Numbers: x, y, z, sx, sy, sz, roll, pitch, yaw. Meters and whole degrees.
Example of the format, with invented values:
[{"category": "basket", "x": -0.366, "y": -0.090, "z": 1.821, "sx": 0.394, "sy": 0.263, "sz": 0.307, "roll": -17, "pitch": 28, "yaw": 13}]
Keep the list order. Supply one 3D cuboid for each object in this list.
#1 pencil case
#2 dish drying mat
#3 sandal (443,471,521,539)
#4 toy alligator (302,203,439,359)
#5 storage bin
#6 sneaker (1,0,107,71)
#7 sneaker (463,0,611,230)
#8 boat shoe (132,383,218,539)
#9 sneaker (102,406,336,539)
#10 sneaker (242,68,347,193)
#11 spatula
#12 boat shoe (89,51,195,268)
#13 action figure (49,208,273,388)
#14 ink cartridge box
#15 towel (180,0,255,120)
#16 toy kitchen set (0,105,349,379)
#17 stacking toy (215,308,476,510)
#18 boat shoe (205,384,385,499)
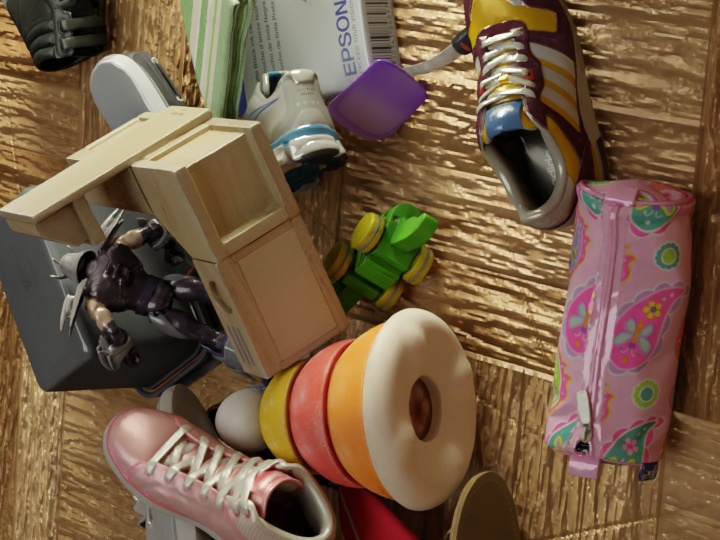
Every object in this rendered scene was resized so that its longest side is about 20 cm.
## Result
[{"category": "pencil case", "x": 0.176, "y": 0.038, "z": 1.474, "sx": 0.087, "sy": 0.087, "sz": 0.201, "roll": 18, "pitch": 106, "yaw": 42}, {"category": "dish drying mat", "x": 0.036, "y": 0.224, "z": 1.590, "sx": 0.200, "sy": 0.018, "sz": 0.077, "roll": 44, "pitch": 143, "yaw": 50}, {"category": "sandal", "x": 0.076, "y": 0.253, "z": 1.607, "sx": 0.070, "sy": 0.078, "sz": 0.212, "roll": -1, "pitch": 100, "yaw": 45}, {"category": "toy alligator", "x": 0.000, "y": 0.000, "z": 1.670, "sx": 0.200, "sy": 0.059, "sz": 0.054, "roll": -43, "pitch": 23, "yaw": 42}, {"category": "storage bin", "x": -0.217, "y": 0.007, "z": 1.822, "sx": 0.145, "sy": 0.134, "sz": 0.200, "roll": -35, "pitch": 72, "yaw": 41}, {"category": "sneaker", "x": -0.235, "y": -0.243, "z": 1.859, "sx": 0.200, "sy": 0.071, "sz": 0.099, "roll": -40, "pitch": 69, "yaw": 46}, {"category": "sneaker", "x": 0.112, "y": -0.126, "z": 1.501, "sx": 0.075, "sy": 0.090, "sz": 0.200, "roll": -24, "pitch": 84, "yaw": 30}, {"category": "boat shoe", "x": -0.144, "y": 0.185, "z": 1.689, "sx": 0.068, "sy": 0.072, "sz": 0.200, "roll": -25, "pitch": 60, "yaw": 21}, {"category": "sneaker", "x": -0.098, "y": 0.154, "z": 1.602, "sx": 0.200, "sy": 0.075, "sz": 0.105, "roll": 38, "pitch": 148, "yaw": 7}, {"category": "sneaker", "x": -0.063, "y": -0.107, "z": 1.678, "sx": 0.200, "sy": 0.075, "sz": 0.087, "roll": 155, "pitch": 107, "yaw": -66}, {"category": "spatula", "x": 0.061, "y": -0.158, "z": 1.594, "sx": 0.200, "sy": 0.056, "sz": 0.021, "roll": -33, "pitch": 36, "yaw": 34}, {"category": "boat shoe", "x": -0.149, "y": -0.093, "z": 1.788, "sx": 0.070, "sy": 0.066, "sz": 0.200, "roll": -34, "pitch": 90, "yaw": 37}, {"category": "action figure", "x": -0.155, "y": 0.026, "z": 1.734, "sx": 0.200, "sy": 0.069, "sz": 0.130, "roll": 19, "pitch": 76, "yaw": 5}, {"category": "ink cartridge box", "x": -0.061, "y": -0.228, "z": 1.705, "sx": 0.200, "sy": 0.041, "sz": 0.200, "roll": -9, "pitch": 89, "yaw": 45}, {"category": "towel", "x": -0.114, "y": -0.213, "z": 1.693, "sx": 0.200, "sy": 0.023, "sz": 0.153, "roll": -108, "pitch": 21, "yaw": -43}, {"category": "toy kitchen set", "x": -0.153, "y": -0.006, "z": 1.648, "sx": 0.200, "sy": 0.163, "sz": 0.181, "roll": 12, "pitch": 130, "yaw": 60}, {"category": "stacking toy", "x": -0.027, "y": 0.106, "z": 1.614, "sx": 0.200, "sy": 0.146, "sz": 0.147, "roll": -5, "pitch": 92, "yaw": 31}, {"category": "boat shoe", "x": -0.043, "y": 0.141, "z": 1.710, "sx": 0.200, "sy": 0.072, "sz": 0.072, "roll": 11, "pitch": 103, "yaw": 43}]
